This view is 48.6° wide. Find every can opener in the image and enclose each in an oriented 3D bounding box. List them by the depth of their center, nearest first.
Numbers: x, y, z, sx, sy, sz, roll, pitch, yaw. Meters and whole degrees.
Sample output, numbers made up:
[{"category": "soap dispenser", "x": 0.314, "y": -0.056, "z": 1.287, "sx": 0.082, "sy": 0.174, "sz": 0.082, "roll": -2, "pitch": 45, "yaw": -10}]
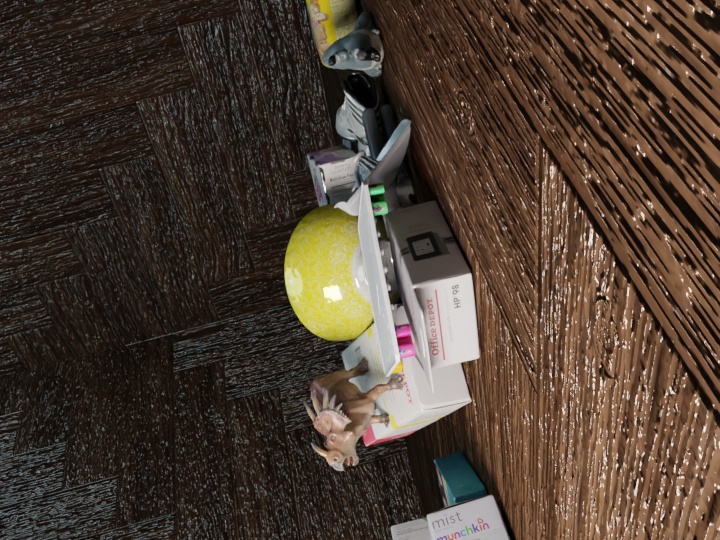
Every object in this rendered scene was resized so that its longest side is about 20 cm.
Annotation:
[{"category": "can opener", "x": 0.042, "y": -0.135, "z": 1.141, "sx": 0.067, "sy": 0.051, "sz": 0.204, "roll": 116, "pitch": 142, "yaw": -80}]

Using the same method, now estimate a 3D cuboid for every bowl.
[{"category": "bowl", "x": 0.000, "y": 0.000, "z": 1.140, "sx": 0.107, "sy": 0.198, "sz": 0.205, "roll": -5, "pitch": 101, "yaw": 49}]

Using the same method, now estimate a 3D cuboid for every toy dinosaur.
[{"category": "toy dinosaur", "x": -0.031, "y": 0.175, "z": 1.061, "sx": 0.199, "sy": 0.133, "sz": 0.088, "roll": 26, "pitch": 119, "yaw": 61}]

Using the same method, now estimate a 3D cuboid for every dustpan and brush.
[{"category": "dustpan and brush", "x": 0.008, "y": -0.119, "z": 1.067, "sx": 0.057, "sy": 0.140, "sz": 0.200, "roll": 35, "pitch": 167, "yaw": 12}]

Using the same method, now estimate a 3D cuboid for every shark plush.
[{"category": "shark plush", "x": -0.008, "y": -0.292, "z": 1.110, "sx": 0.201, "sy": 0.081, "sz": 0.092, "roll": -107, "pitch": 4, "yaw": -60}]

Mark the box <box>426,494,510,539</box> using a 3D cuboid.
[{"category": "box", "x": 0.157, "y": 0.414, "z": 0.984, "sx": 0.178, "sy": 0.095, "sz": 0.202, "roll": -109, "pitch": 5, "yaw": -47}]

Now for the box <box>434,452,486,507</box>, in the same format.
[{"category": "box", "x": 0.154, "y": 0.341, "z": 1.192, "sx": 0.200, "sy": 0.048, "sz": 0.084, "roll": -159, "pitch": 56, "yaw": -87}]

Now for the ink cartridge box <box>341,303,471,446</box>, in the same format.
[{"category": "ink cartridge box", "x": 0.059, "y": 0.146, "z": 1.117, "sx": 0.200, "sy": 0.082, "sz": 0.148, "roll": -46, "pitch": 54, "yaw": 58}]

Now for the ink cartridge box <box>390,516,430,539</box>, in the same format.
[{"category": "ink cartridge box", "x": 0.149, "y": 0.586, "z": 1.578, "sx": 0.201, "sy": 0.143, "sz": 0.086, "roll": -111, "pitch": 8, "yaw": -68}]

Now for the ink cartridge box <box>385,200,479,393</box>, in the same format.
[{"category": "ink cartridge box", "x": 0.083, "y": 0.025, "z": 0.887, "sx": 0.201, "sy": 0.065, "sz": 0.118, "roll": -106, "pitch": 4, "yaw": -56}]

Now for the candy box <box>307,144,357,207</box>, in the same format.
[{"category": "candy box", "x": -0.025, "y": -0.093, "z": 1.304, "sx": 0.168, "sy": 0.070, "sz": 0.204, "roll": -125, "pitch": 21, "yaw": -73}]

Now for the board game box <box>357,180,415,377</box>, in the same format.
[{"category": "board game box", "x": 0.028, "y": 0.017, "z": 0.958, "sx": 0.200, "sy": 0.025, "sz": 0.205, "roll": 99, "pitch": 162, "yaw": -78}]

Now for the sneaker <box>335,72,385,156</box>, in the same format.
[{"category": "sneaker", "x": 0.002, "y": -0.262, "z": 1.253, "sx": 0.201, "sy": 0.074, "sz": 0.117, "roll": -125, "pitch": 20, "yaw": -60}]

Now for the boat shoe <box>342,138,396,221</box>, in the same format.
[{"category": "boat shoe", "x": 0.019, "y": -0.175, "z": 1.347, "sx": 0.066, "sy": 0.070, "sz": 0.204, "roll": 92, "pitch": 164, "yaw": -66}]

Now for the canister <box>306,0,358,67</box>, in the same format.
[{"category": "canister", "x": -0.052, "y": -0.453, "z": 1.293, "sx": 0.202, "sy": 0.085, "sz": 0.151, "roll": 77, "pitch": 179, "yaw": -53}]

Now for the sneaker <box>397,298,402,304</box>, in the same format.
[{"category": "sneaker", "x": 0.070, "y": 0.049, "z": 1.292, "sx": 0.112, "sy": 0.071, "sz": 0.204, "roll": -106, "pitch": 4, "yaw": -74}]
